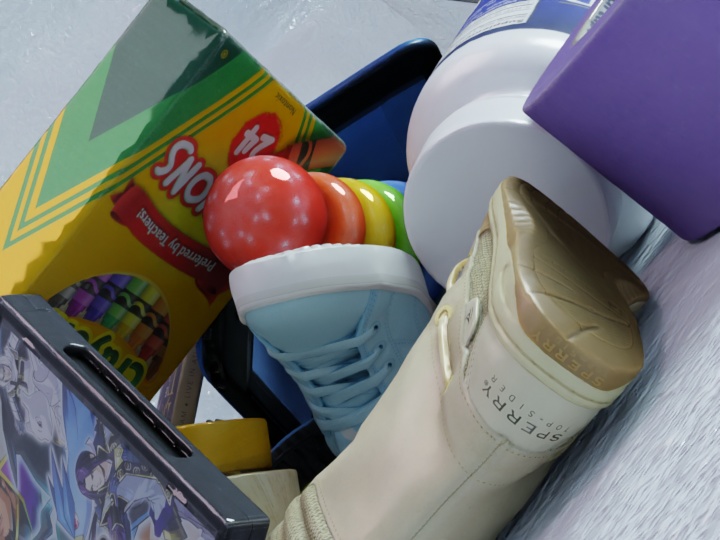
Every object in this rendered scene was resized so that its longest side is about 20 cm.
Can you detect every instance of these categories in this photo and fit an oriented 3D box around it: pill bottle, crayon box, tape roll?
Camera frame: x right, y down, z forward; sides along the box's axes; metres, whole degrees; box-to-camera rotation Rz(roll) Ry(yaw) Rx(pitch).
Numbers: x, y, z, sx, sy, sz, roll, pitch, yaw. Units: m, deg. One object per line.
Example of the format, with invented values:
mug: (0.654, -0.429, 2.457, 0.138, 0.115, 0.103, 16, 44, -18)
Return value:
pill bottle: (0.086, -0.064, 0.934, 0.120, 0.120, 0.200, -51, 5, 30)
crayon box: (-0.106, -0.013, 0.918, 0.200, 0.051, 0.127, -52, -32, 0)
tape roll: (0.155, -0.115, 0.781, 0.200, 0.085, 0.200, -53, 2, 3)

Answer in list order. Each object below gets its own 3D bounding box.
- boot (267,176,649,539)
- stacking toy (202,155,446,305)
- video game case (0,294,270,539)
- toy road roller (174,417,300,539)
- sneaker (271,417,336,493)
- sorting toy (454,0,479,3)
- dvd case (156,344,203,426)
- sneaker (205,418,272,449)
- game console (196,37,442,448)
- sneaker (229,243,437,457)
boot: (0.036, 0.053, 0.752, 0.156, 0.073, 0.200, -53, 6, 15)
stacking toy: (0.000, -0.012, 0.939, 0.085, 0.085, 0.200, -52, -30, 12)
video game case: (-0.120, 0.139, 0.821, 0.025, 0.181, 0.201, 0, -64, -40)
toy road roller: (-0.067, 0.135, 0.894, 0.146, 0.123, 0.200, -2, -10, -41)
sneaker: (-0.041, 0.140, 1.065, 0.200, 0.066, 0.078, -52, -2, 9)
sorting toy: (0.097, -0.171, 1.176, 0.200, 0.185, 0.037, -9, -72, -58)
dvd case: (-0.104, 0.094, 1.091, 0.149, 0.016, 0.201, 147, 134, -78)
sneaker: (-0.089, 0.160, 1.182, 0.200, 0.080, 0.075, 96, -161, -58)
game console: (0.000, 0.000, 1.061, 0.200, 0.118, 0.171, 55, -147, -64)
sneaker: (0.006, 0.047, 0.879, 0.074, 0.082, 0.200, -18, -22, 17)
